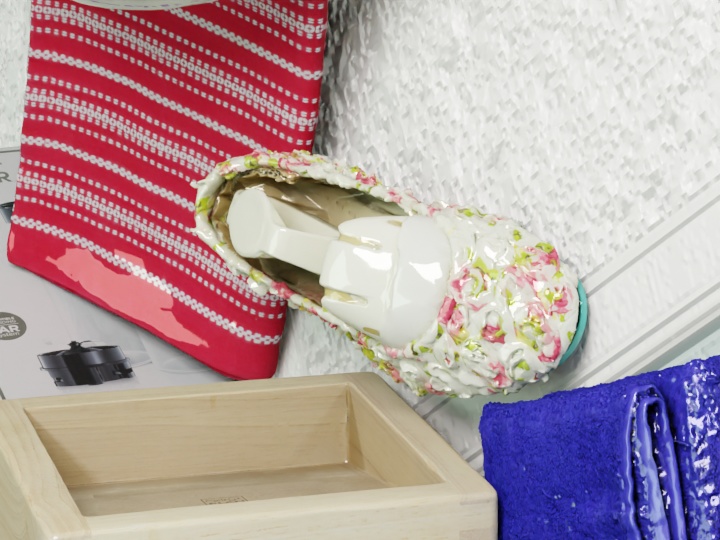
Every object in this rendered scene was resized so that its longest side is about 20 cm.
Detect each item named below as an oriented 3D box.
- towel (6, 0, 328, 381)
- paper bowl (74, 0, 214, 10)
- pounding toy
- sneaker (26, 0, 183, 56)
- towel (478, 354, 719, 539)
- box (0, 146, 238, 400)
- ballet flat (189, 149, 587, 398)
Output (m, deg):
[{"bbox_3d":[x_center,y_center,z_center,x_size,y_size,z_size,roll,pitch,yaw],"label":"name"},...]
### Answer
[{"bbox_3d":[-0.083,-0.058,1.144,0.144,0.022,0.201,27,130,22],"label":"towel"},{"bbox_3d":[-0.067,-0.190,1.045,0.104,0.200,0.202,55,-165,-63],"label":"paper bowl"},{"bbox_3d":[-0.055,0.135,0.986,0.200,0.183,0.143,-139,47,-69],"label":"pounding toy"},{"bbox_3d":[-0.079,-0.107,1.173,0.200,0.080,0.087,-41,66,62],"label":"sneaker"},{"bbox_3d":[0.085,0.134,0.908,0.147,0.049,0.201,-19,75,60],"label":"towel"},{"bbox_3d":[-0.136,0.027,1.240,0.200,0.116,0.060,-122,35,-44],"label":"box"},{"bbox_3d":[0.000,0.000,1.023,0.200,0.064,0.076,19,94,55],"label":"ballet flat"}]
